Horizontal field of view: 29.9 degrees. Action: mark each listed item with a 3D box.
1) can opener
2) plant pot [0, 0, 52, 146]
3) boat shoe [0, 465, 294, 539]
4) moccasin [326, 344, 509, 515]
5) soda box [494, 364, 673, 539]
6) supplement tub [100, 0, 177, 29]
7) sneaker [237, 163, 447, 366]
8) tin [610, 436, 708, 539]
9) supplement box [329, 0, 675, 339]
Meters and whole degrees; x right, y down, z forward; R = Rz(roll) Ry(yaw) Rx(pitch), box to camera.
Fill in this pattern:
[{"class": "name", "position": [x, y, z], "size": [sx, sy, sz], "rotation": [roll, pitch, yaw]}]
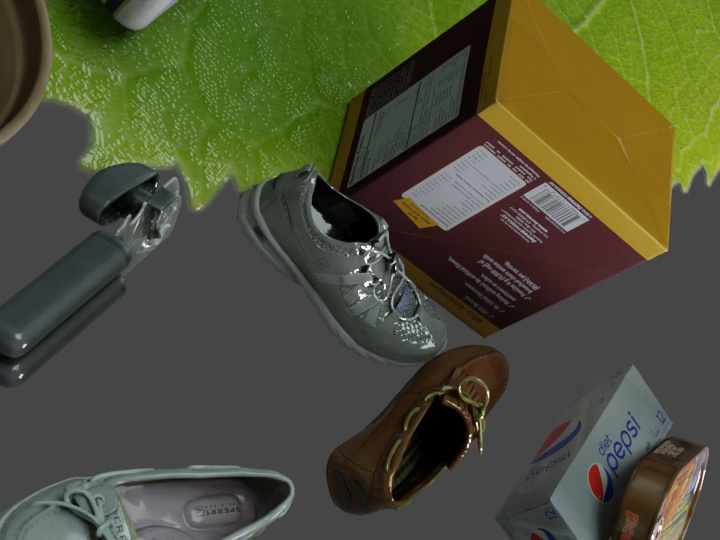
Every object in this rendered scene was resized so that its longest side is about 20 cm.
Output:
[{"class": "can opener", "position": [-0.183, -0.006, 0.870], "size": [0.066, 0.054, 0.200], "rotation": [29, 42, 13]}, {"class": "plant pot", "position": [-0.289, -0.139, 0.790], "size": [0.199, 0.092, 0.204], "rotation": [22, 55, -35]}, {"class": "boat shoe", "position": [-0.130, 0.153, 0.814], "size": [0.200, 0.064, 0.075], "rotation": [0, 68, -44]}, {"class": "moccasin", "position": [0.058, 0.114, 1.003], "size": [0.200, 0.077, 0.075], "rotation": [-27, 113, -49]}, {"class": "soda box", "position": [0.191, 0.165, 1.132], "size": [0.069, 0.063, 0.200], "rotation": [54, 42, -8]}, {"class": "supplement tub", "position": [-0.172, -0.289, 0.949], "size": [0.201, 0.144, 0.145], "rotation": [51, 43, -12]}, {"class": "sneaker", "position": [0.000, 0.000, 1.014], "size": [0.199, 0.082, 0.075], "rotation": [39, 46, -23]}, {"class": "tin", "position": [0.247, 0.203, 1.125], "size": [0.199, 0.041, 0.114], "rotation": [-6, 109, -65]}, {"class": "supplement box", "position": [0.112, -0.079, 1.080], "size": [0.196, 0.199, 0.134], "rotation": [36, 47, -26]}]
